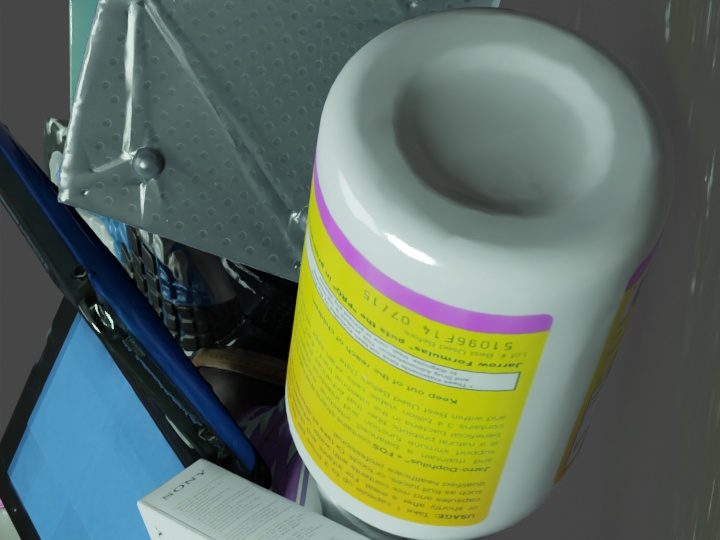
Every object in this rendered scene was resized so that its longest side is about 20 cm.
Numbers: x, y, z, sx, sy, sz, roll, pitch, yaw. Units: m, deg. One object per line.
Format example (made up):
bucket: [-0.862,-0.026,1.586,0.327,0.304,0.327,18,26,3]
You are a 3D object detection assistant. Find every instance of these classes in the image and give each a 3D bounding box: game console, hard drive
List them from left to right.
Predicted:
game console: [-0.132,0.055,0.804,0.171,0.118,0.200,54,175,-38]
hard drive: [-0.022,-0.099,0.687,0.042,0.134,0.201,-89,19,-67]

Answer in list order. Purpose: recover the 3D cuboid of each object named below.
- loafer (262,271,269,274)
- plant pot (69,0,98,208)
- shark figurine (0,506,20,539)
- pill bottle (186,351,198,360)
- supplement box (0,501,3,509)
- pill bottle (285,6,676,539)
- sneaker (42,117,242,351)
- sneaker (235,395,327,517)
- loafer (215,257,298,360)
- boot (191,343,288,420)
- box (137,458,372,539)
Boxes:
loafer: [-0.051,-0.091,0.948,0.076,0.067,0.201,-36,65,38]
plant pot: [-0.042,-0.127,0.811,0.201,0.160,0.202,180,90,-83]
shark figurine: [-0.139,0.219,1.087,0.090,0.214,0.128,-59,12,-24]
pill bottle: [-0.073,0.047,1.236,0.200,0.106,0.107,-116,25,-68]
supplement box: [-0.119,0.153,1.160,0.101,0.200,0.104,-8,49,51]
pill bottle: [0.030,0.018,0.614,0.200,0.104,0.105,100,164,-53]
sneaker: [-0.094,-0.033,0.985,0.200,0.086,0.075,49,146,47]
sneaker: [-0.014,0.055,0.783,0.114,0.072,0.201,37,110,52]
loafer: [-0.074,-0.024,1.068,0.071,0.068,0.201,-53,40,21]
boot: [-0.082,0.126,0.955,0.200,0.072,0.167,-7,68,53]
box: [0.004,0.156,0.665,0.200,0.036,0.145,16,131,55]
